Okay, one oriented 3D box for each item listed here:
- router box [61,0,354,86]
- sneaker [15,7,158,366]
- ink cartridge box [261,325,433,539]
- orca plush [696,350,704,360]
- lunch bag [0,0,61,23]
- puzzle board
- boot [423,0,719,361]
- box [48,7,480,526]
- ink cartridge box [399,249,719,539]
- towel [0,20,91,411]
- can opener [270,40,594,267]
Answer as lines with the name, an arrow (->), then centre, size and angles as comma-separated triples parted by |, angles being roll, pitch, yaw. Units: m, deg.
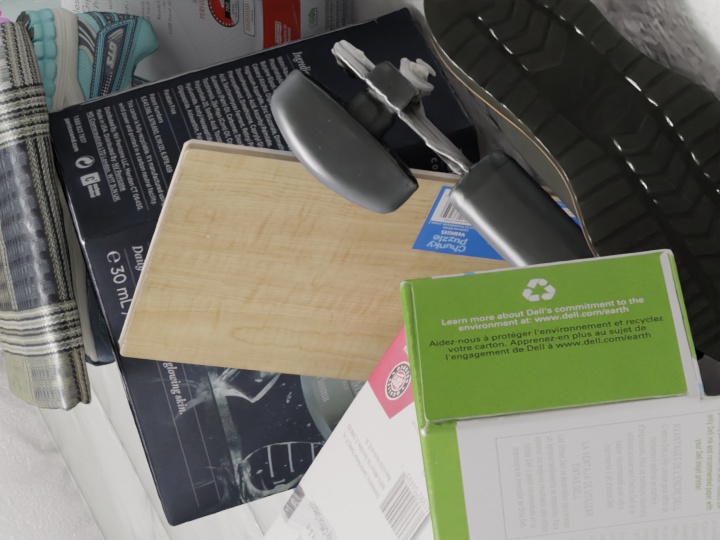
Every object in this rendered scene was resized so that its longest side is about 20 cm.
router box -> -0.088, -0.093, 1.231 | 0.179, 0.049, 0.200 | 21, 125, 32
sneaker -> -0.136, -0.046, 1.189 | 0.078, 0.086, 0.200 | -145, 49, -69
ink cartridge box -> 0.019, 0.144, 0.993 | 0.085, 0.200, 0.146 | 30, -169, -24
orca plush -> 0.132, 0.062, 0.949 | 0.200, 0.071, 0.105 | 37, -168, 15
lunch bag -> -0.178, -0.116, 1.393 | 0.170, 0.200, 0.122 | 47, 156, 42
puzzle board -> 0.000, 0.000, 1.008 | 0.151, 0.200, 0.017 | 114, 156, -47
boot -> 0.108, -0.046, 0.901 | 0.200, 0.077, 0.138 | 54, -179, 7
box -> -0.038, -0.001, 1.115 | 0.124, 0.196, 0.200 | -116, 11, -50
ink cartridge box -> 0.123, 0.065, 0.824 | 0.148, 0.200, 0.076 | 81, -178, -47
towel -> -0.172, -0.025, 1.119 | 0.200, 0.034, 0.193 | 177, 82, -74
can opener -> 0.051, -0.023, 0.926 | 0.200, 0.066, 0.053 | 42, -171, 7
